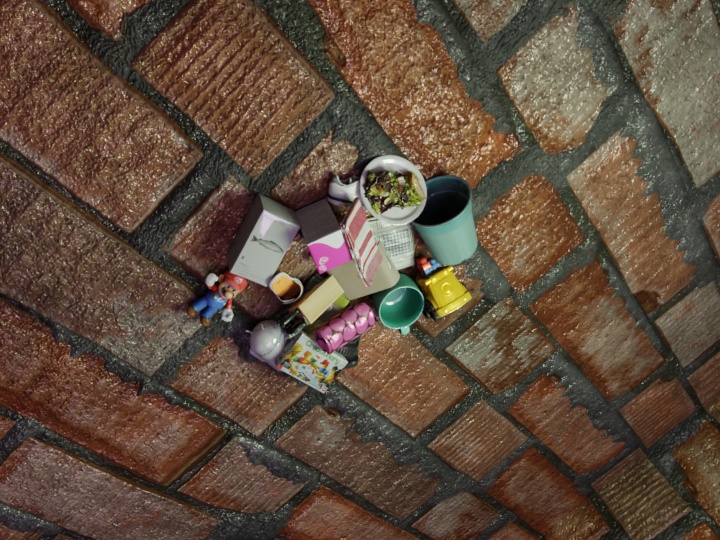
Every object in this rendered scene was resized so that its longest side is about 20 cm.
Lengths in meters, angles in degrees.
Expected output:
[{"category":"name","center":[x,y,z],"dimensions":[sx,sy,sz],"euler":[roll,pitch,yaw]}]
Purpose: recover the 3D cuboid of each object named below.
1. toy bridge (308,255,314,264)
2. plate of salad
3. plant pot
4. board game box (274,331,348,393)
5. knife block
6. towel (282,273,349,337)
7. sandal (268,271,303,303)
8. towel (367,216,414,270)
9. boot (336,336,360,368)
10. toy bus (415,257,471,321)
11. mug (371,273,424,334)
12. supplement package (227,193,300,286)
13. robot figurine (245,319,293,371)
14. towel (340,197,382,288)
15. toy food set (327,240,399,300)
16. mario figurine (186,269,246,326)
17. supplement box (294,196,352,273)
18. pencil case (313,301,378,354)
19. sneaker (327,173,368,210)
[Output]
[{"category":"toy bridge","center":[-0.063,-0.078,1.659],"dimensions":[0.199,0.028,0.067],"euler":[-34,170,20]},{"category":"plate of salad","center":[0.094,-0.225,1.574],"dimensions":[0.196,0.048,0.204],"euler":[3,78,-16]},{"category":"plant pot","center":[0.249,-0.134,1.666],"dimensions":[0.198,0.201,0.197],"euler":[-30,132,1]},{"category":"board game box","center":[-0.147,0.277,1.731],"dimensions":[0.199,0.035,0.127],"euler":[36,94,-34]},{"category":"knife block","center":[-0.148,0.113,1.640],"dimensions":[0.198,0.176,0.064],"euler":[-34,102,12]},{"category":"towel","center":[-0.141,0.127,1.746],"dimensions":[0.143,0.023,0.201],"euler":[37,105,-7]},{"category":"sandal","center":[-0.206,0.061,1.632],"dimensions":[0.079,0.059,0.207],"euler":[-43,165,0]},{"category":"towel","center":[0.070,-0.075,1.724],"dimensions":[0.196,0.035,0.195],"euler":[-13,123,-11]},{"category":"boot","center":[-0.097,0.239,1.808],"dimensions":[0.207,0.080,0.160],"euler":[-10,129,-16]},{"category":"toy bus","center":[0.232,0.043,1.789],"dimensions":[0.134,0.200,0.194],"euler":[-30,93,-9]},{"category":"mug","center":[0.105,0.099,1.792],"dimensions":[0.150,0.115,0.187],"euler":[10,117,-24]},{"category":"supplement package","center":[-0.265,-0.082,1.554],"dimensions":[0.116,0.118,0.202],"euler":[23,110,-26]},{"category":"robot figurine","center":[-0.258,0.228,1.743],"dimensions":[0.168,0.114,0.200],"euler":[-30,126,21]},{"category":"towel","center":[0.007,-0.075,1.532],"dimensions":[0.022,0.145,0.202],"euler":[-8,123,24]},{"category":"toy food set","center":[0.000,0.000,1.705],"dimensions":[0.197,0.061,0.145],"euler":[-18,124,21]},{"category":"mario figurine","center":[-0.399,0.079,1.608],"dimensions":[0.199,0.107,0.123],"euler":[-41,159,17]},{"category":"supplement box","center":[-0.102,-0.098,1.550],"dimensions":[0.102,0.201,0.102],"euler":[-24,124,-4]},{"category":"pencil case","center":[-0.045,0.174,1.708],"dimensions":[0.198,0.090,0.095],"euler":[-28,118,-31]},{"category":"sneaker","center":[0.006,-0.216,1.599],"dimensions":[0.196,0.076,0.082],"euler":[5,108,-23]}]
